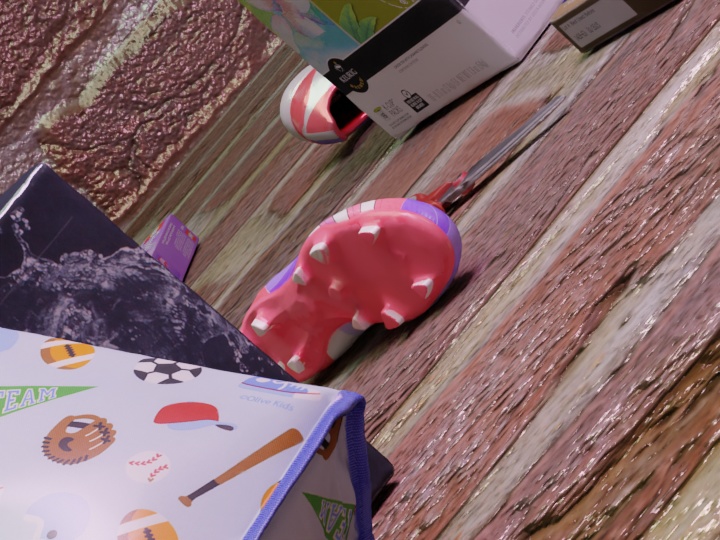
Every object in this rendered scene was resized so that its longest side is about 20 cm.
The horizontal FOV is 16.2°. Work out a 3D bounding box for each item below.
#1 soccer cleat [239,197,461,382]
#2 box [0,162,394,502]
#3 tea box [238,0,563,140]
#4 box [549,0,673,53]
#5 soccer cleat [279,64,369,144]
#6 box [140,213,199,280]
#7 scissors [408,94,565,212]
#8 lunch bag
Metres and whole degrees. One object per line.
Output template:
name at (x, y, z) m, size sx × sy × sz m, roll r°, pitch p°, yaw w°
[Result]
soccer cleat at (0.000, 0.000, 1.290) m, size 0.077 × 0.067 × 0.200 m, roll -49°, pitch 5°, yaw -34°
box at (-0.129, 0.100, 1.046) m, size 0.197 × 0.200 × 0.117 m, roll -53°, pitch 10°, yaw -20°
tea box at (0.024, -0.216, 1.639) m, size 0.134 × 0.197 × 0.200 m, roll -53°, pitch 9°, yaw -24°
box at (0.188, -0.211, 1.359) m, size 0.200 × 0.032 × 0.121 m, roll -51°, pitch 9°, yaw -21°
soccer cleat at (0.024, -0.172, 1.930) m, size 0.200 × 0.068 × 0.073 m, roll -47°, pitch 32°, yaw -13°
box at (-0.210, 0.035, 2.226) m, size 0.137 × 0.039 × 0.200 m, roll -46°, pitch 9°, yaw 14°
scissors at (0.048, -0.037, 1.376) m, size 0.073 × 0.014 × 0.200 m, roll -51°, pitch 10°, yaw -31°
lunch bag at (-0.104, 0.129, 0.858) m, size 0.169 × 0.124 × 0.200 m, roll 7°, pitch 38°, yaw 24°
